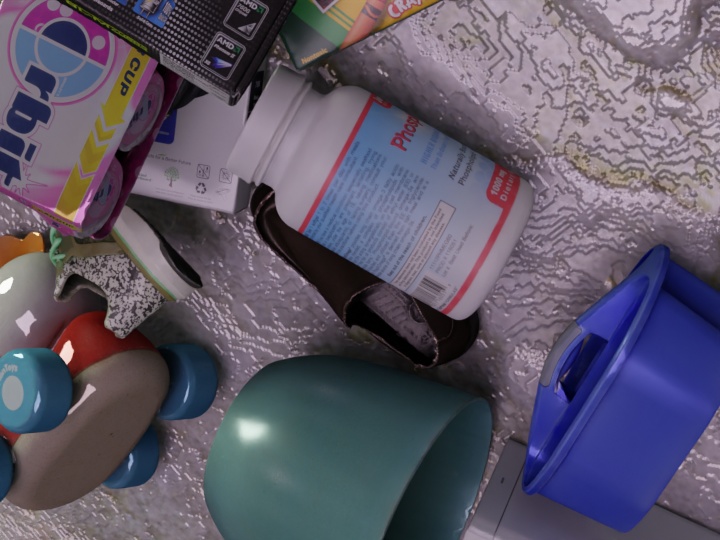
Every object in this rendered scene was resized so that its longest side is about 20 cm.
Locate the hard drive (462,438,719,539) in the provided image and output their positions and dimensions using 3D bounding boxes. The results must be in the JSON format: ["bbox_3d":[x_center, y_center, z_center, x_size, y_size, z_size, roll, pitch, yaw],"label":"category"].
[{"bbox_3d":[0.181,0.199,1.053,0.198,0.132,0.027,24,116,9],"label":"hard drive"}]

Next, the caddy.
[{"bbox_3d":[0.178,0.078,1.006,0.104,0.142,0.201,28,116,1],"label":"caddy"}]

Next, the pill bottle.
[{"bbox_3d":[0.012,-0.058,1.013,0.199,0.109,0.109,29,117,-4],"label":"pill bottle"}]

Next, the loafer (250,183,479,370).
[{"bbox_3d":[0.000,0.000,1.073,0.199,0.071,0.073,35,117,3],"label":"loafer"}]

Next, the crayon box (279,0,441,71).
[{"bbox_3d":[0.010,-0.256,0.966,0.198,0.058,0.174,-24,102,15],"label":"crayon box"}]

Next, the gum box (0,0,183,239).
[{"bbox_3d":[-0.184,-0.130,0.957,0.113,0.066,0.202,26,91,9],"label":"gum box"}]

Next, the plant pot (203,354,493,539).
[{"bbox_3d":[-0.018,0.156,1.076,0.160,0.200,0.203,23,116,21],"label":"plant pot"}]

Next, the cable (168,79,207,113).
[{"bbox_3d":[-0.160,-0.211,1.025,0.162,0.051,0.202,-21,99,24],"label":"cable"}]

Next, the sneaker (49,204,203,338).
[{"bbox_3d":[-0.209,-0.022,1.091,0.089,0.077,0.200,-46,55,-8],"label":"sneaker"}]

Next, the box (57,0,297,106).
[{"bbox_3d":[-0.112,-0.234,0.892,0.199,0.048,0.194,31,85,-5],"label":"box"}]

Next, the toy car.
[{"bbox_3d":[-0.251,0.066,1.157,0.177,0.183,0.201,-49,61,28],"label":"toy car"}]

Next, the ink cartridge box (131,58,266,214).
[{"bbox_3d":[-0.119,-0.149,1.067,0.098,0.039,0.202,13,105,14],"label":"ink cartridge box"}]
